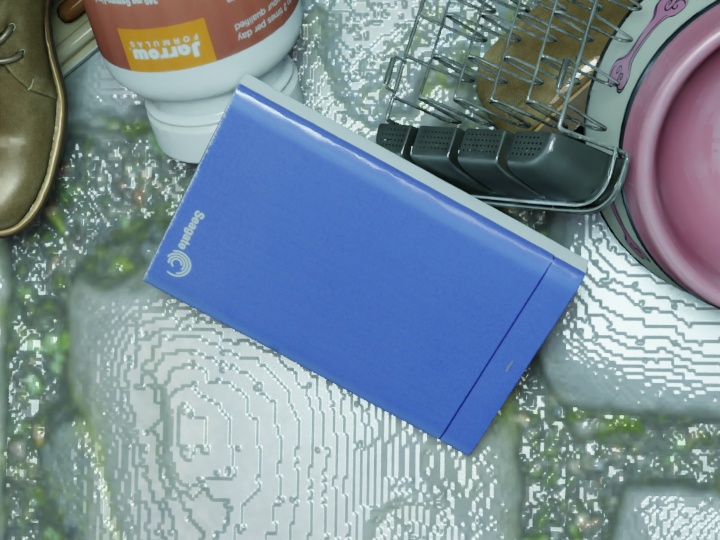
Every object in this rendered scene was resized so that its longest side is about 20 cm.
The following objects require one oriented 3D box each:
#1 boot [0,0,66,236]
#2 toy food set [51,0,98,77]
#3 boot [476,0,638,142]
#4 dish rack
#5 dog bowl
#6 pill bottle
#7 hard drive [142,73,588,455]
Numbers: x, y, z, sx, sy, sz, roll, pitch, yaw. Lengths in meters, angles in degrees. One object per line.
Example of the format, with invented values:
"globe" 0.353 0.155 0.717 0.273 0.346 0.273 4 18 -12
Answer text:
"boot" -0.196 -0.117 1.047 0.073 0.075 0.201 5 95 8
"toy food set" -0.176 -0.198 1.109 0.200 0.060 0.144 -38 82 2
"boot" 0.147 -0.141 1.062 0.200 0.074 0.076 -40 72 5
"dish rack" 0.086 -0.134 1.012 0.153 0.054 0.201 9 80 51
"dog bowl" 0.215 -0.063 1.002 0.199 0.074 0.201 -1 110 -1
"pill bottle" -0.093 -0.161 1.029 0.112 0.112 0.201 -12 124 6
"hard drive" 0.000 0.000 1.038 0.199 0.025 0.132 28 122 -3
